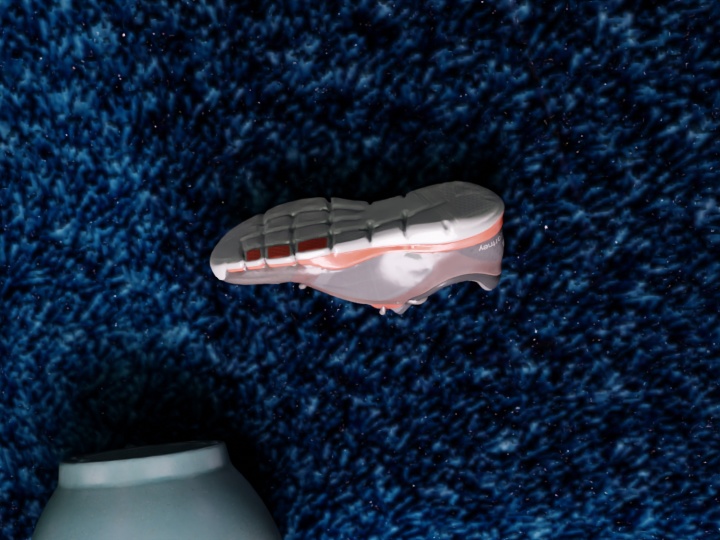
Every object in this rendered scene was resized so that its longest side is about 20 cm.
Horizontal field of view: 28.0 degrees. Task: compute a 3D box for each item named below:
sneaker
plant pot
[{"bbox_3d":[0.000,0.000,0.948,0.199,0.077,0.082,-6,122,13],"label":"sneaker"},{"bbox_3d":[-0.147,0.192,1.018,0.199,0.200,0.135,-6,88,13],"label":"plant pot"}]
